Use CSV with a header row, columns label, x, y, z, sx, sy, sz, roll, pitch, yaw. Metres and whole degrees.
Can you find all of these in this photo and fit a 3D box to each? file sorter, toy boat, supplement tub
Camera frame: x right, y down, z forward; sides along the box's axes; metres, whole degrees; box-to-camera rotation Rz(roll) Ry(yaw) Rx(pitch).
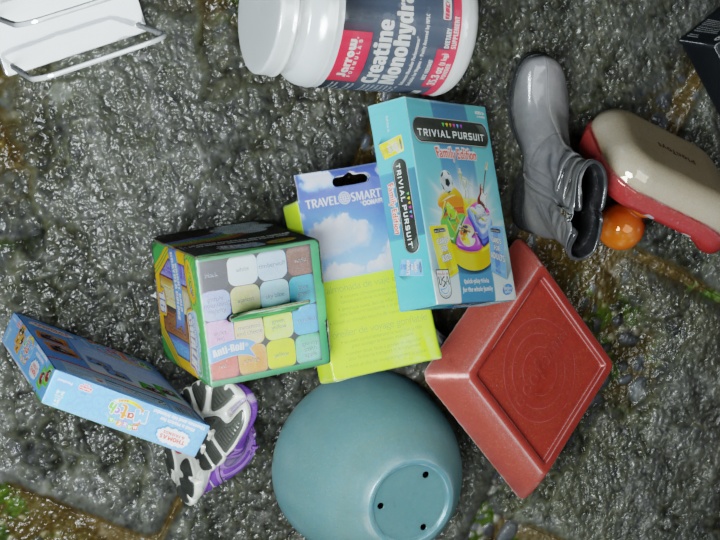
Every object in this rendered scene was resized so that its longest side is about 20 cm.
label,x,y,z,sx,sy,sz,roll,pitch,yaw
file sorter,-0.267,-0.281,1.397,0.139,0.125,0.200,-21,109,-17
toy boat,0.304,-0.074,1.702,0.200,0.131,0.131,23,123,-25
supplement tub,-0.002,-0.240,1.508,0.200,0.140,0.141,1,102,-23

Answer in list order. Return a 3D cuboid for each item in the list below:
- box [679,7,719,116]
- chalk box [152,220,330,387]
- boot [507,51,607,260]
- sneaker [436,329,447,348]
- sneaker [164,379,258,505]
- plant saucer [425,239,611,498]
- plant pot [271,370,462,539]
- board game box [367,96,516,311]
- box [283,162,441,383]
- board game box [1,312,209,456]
label,x,y,z,sx,sy,sz,roll,pitch,yaw
box,0.461,-0.208,1.742,0.141,0.079,0.200,-37,113,-7
chalk box,-0.107,0.032,1.493,0.125,0.200,0.124,-9,102,-20
boot,0.210,-0.119,1.629,0.070,0.132,0.200,-11,107,-19
sneaker,0.032,0.015,1.622,0.200,0.077,0.085,41,81,-26
sneaker,-0.134,0.154,1.545,0.083,0.200,0.081,-22,72,-28
plant saucer,0.180,0.104,1.675,0.200,0.037,0.200,51,59,-26
plant pot,0.026,0.216,1.633,0.200,0.135,0.201,-6,105,-22
board game box,0.082,-0.064,1.561,0.151,0.047,0.200,-2,82,-55
box,0.000,0.000,1.550,0.122,0.048,0.200,-11,88,-24
board game box,-0.237,0.102,1.460,0.151,0.200,0.037,23,94,-25
